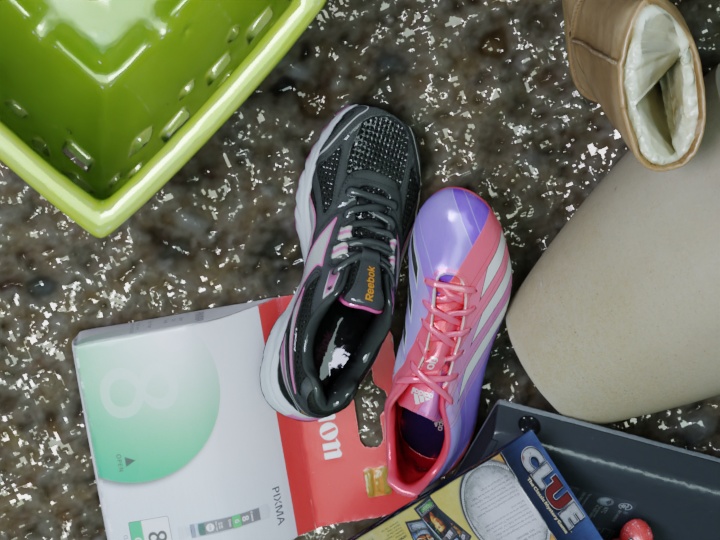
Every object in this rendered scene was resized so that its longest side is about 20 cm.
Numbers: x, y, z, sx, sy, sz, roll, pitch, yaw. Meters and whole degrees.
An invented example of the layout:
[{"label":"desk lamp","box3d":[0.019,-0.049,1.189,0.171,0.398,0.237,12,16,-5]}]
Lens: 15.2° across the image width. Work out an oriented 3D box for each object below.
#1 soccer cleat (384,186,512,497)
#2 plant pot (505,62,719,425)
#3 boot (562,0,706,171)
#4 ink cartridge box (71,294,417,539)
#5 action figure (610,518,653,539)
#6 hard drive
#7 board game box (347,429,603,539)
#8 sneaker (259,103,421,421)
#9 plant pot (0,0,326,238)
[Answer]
[{"label":"soccer cleat","box3d":[0.049,0.046,1.663,0.066,0.077,0.201,15,122,11]},{"label":"plant pot","box3d":[0.194,0.006,1.651,0.200,0.187,0.187,-36,103,21]},{"label":"boot","box3d":[0.155,-0.162,1.585,0.066,0.200,0.176,-14,104,-1]},{"label":"ink cartridge box","box3d":[-0.071,0.102,1.711,0.199,0.050,0.162,-9,104,0]},{"label":"action figure","box3d":[0.148,0.246,1.697,0.065,0.099,0.200,-1,130,-35]},{"label":"hard drive","box3d":[0.160,0.152,1.704,0.199,0.033,0.140,16,143,-7]},{"label":"board game box","box3d":[0.074,0.195,1.668,0.200,0.035,0.136,-35,87,48]},{"label":"sneaker","box3d":[0.000,0.000,1.658,0.080,0.086,0.201,10,92,-17]},{"label":"plant pot","box3d":[-0.155,-0.166,1.573,0.199,0.182,0.200,43,97,-12]}]
